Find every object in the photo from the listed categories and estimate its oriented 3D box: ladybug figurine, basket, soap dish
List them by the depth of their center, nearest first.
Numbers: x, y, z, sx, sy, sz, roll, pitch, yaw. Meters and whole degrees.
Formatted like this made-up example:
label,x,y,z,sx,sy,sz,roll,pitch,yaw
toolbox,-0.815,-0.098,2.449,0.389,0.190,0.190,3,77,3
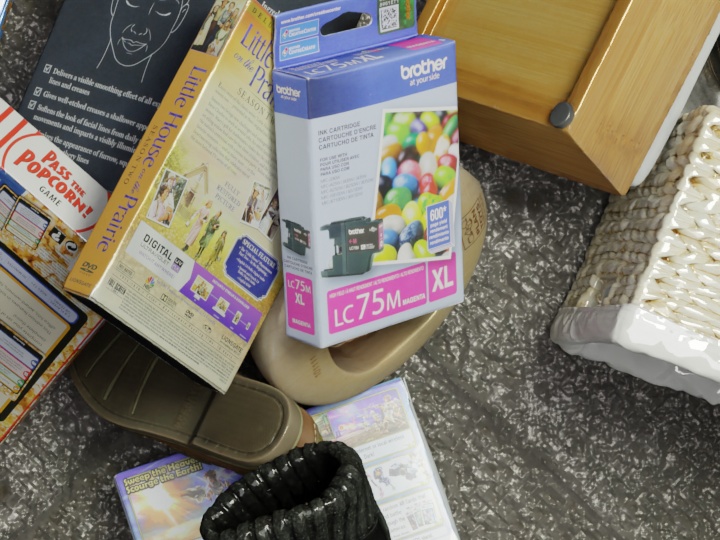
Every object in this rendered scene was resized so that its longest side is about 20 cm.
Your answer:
label,x,y,z,sx,sy,sz,roll,pitch,yaw
basket,0.248,0.007,1.508,0.200,0.198,0.161,20,86,-6
soap dish,0.121,-0.146,1.510,0.081,0.200,0.158,31,84,-44
ladybug figurine,0.000,0.000,1.531,0.200,0.072,0.136,-39,134,-26

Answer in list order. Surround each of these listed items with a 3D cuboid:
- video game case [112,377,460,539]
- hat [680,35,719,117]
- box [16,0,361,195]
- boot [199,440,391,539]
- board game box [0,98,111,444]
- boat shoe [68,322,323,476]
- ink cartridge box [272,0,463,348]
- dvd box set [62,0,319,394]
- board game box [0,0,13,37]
label,x,y,z,sx,sy,sz,roll,pitch,yaw
video game case,-0.037,0.187,1.540,0.199,0.045,0.182,-18,80,-6
hat,0.288,-0.161,1.579,0.200,0.081,0.201,0,88,-6
box,-0.107,-0.129,1.496,0.148,0.107,0.200,20,86,37
boot,-0.058,0.213,1.429,0.211,0.079,0.158,-44,132,-17
board game box,-0.228,0.000,1.477,0.151,0.200,0.046,42,43,-3
boat shoe,-0.105,0.088,1.511,0.200,0.068,0.072,28,80,39
ink cartridge box,0.006,-0.064,1.436,0.119,0.042,0.201,-17,111,-38
dvd box set,-0.081,-0.044,1.414,0.029,0.146,0.200,19,78,37
board game box,-0.284,-0.236,1.551,0.151,0.037,0.201,19,87,-4
